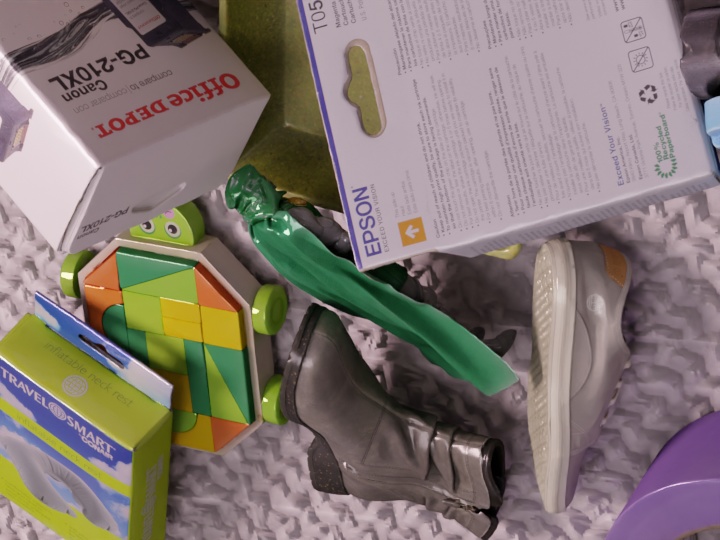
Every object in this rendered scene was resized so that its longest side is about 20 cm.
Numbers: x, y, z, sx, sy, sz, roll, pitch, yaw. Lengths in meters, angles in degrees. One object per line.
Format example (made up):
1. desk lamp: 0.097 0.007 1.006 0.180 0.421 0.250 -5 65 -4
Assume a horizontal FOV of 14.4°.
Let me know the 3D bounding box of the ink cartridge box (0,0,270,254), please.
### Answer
1. ink cartridge box: -0.172 -0.125 1.660 0.200 0.145 0.084 49 136 16

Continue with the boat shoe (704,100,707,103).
1. boat shoe: 0.100 -0.082 1.570 0.200 0.071 0.091 -10 124 -16

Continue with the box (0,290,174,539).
1. box: -0.184 0.113 1.880 0.122 0.048 0.200 33 148 16

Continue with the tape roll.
1. tape roll: 0.248 0.186 1.702 0.199 0.085 0.201 14 126 20

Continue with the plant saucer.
1. plant saucer: 0.016 -0.124 1.655 0.199 0.048 0.201 16 127 20

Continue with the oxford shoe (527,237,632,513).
1. oxford shoe: 0.132 0.066 1.706 0.058 0.075 0.201 -5 126 -10

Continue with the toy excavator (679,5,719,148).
1. toy excavator: 0.249 -0.035 1.499 0.100 0.194 0.201 -4 84 30

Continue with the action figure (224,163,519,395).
1. action figure: 0.000 0.000 1.695 0.200 0.055 0.118 35 165 -23

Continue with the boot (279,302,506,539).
1. boot: 0.028 0.094 1.756 0.130 0.068 0.200 14 153 18

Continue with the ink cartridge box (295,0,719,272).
1. ink cartridge box: 0.075 -0.114 1.525 0.199 0.043 0.197 -15 77 13

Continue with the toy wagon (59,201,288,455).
1. toy wagon: -0.122 0.025 1.834 0.155 0.040 0.201 10 124 23
